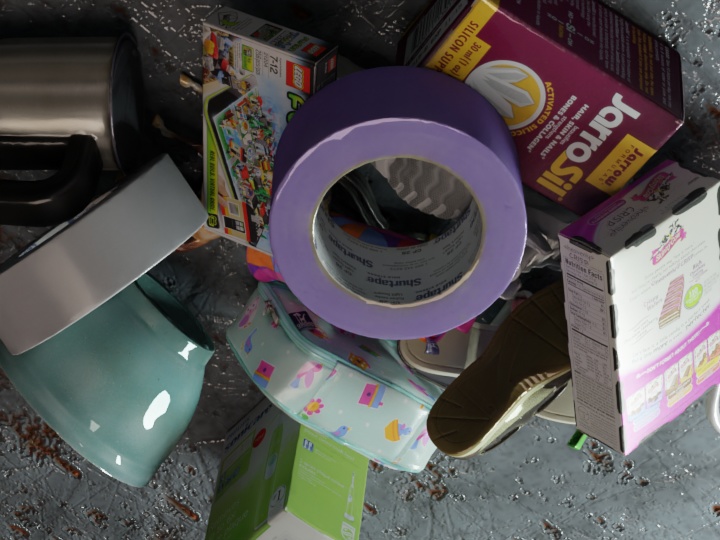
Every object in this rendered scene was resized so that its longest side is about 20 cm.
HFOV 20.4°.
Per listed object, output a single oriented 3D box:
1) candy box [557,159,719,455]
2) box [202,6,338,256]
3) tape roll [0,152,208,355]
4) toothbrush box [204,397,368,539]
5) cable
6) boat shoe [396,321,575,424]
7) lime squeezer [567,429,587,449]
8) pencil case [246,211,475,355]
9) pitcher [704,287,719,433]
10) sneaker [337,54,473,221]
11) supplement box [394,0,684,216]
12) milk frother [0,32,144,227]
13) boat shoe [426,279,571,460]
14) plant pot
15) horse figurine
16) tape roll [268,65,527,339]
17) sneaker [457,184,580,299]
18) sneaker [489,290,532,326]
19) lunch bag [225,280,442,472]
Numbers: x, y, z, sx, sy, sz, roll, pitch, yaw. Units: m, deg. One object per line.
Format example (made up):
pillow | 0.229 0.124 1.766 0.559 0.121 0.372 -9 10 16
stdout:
candy box | 0.232 0.030 1.627 0.061 0.136 0.201 27 137 41
box | -0.075 -0.106 1.626 0.110 0.035 0.201 21 130 24
tape roll | -0.223 -0.014 1.648 0.200 0.200 0.066 -31 99 29
toothbrush box | -0.067 0.204 1.863 0.086 0.201 0.146 34 127 -19
cable | 0.033 -0.029 1.773 0.200 0.050 0.097 39 143 -8
boat shoe | 0.127 0.088 1.756 0.199 0.073 0.063 18 163 -3
lime squeezer | 0.224 0.063 1.717 0.070 0.201 0.038 26 172 -40
pencil case | 0.000 0.000 1.713 0.199 0.088 0.089 23 135 25
pitcher | 0.349 0.047 1.716 0.171 0.121 0.200 -35 128 2
sneaker | 0.039 -0.118 1.633 0.199 0.082 0.075 34 137 -1
supplement box | 0.141 -0.153 1.598 0.199 0.104 0.131 28 127 -16
milk frother | -0.278 -0.096 1.687 0.187 0.182 0.200 1 162 8
boat shoe | 0.140 0.083 1.690 0.201 0.072 0.066 -44 159 -2
plant pot | -0.217 0.076 1.801 0.134 0.200 0.200 -44 116 5
horse figurine | -0.135 -0.078 1.734 0.132 0.050 0.200 31 125 -10
tape roll | 0.029 -0.051 1.556 0.198 0.085 0.201 0 124 0
sneaker | 0.160 -0.018 1.700 0.199 0.115 0.075 27 129 -15
sneaker | 0.194 0.054 1.782 0.200 0.076 0.105 -27 127 32
lunch bag | -0.020 0.087 1.776 0.199 0.161 0.077 30 105 -29
